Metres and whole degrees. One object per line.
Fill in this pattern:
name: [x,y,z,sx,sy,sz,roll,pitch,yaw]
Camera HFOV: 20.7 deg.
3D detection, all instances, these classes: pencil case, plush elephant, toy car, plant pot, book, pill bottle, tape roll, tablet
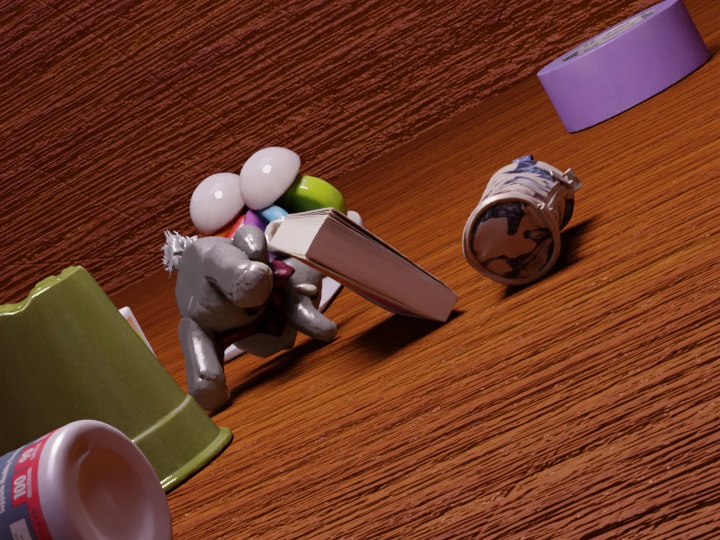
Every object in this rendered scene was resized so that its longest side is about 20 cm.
pencil case: [0.136,-0.044,1.653,0.089,0.078,0.200,-43,3,15]
plush elephant: [-0.092,0.028,1.871,0.155,0.165,0.200,6,27,-27]
toy car: [-0.105,-0.032,2.293,0.200,0.175,0.150,-24,33,36]
plant pot: [-0.239,0.105,1.631,0.200,0.190,0.200,-29,7,4]
book: [0.000,0.000,1.702,0.048,0.133,0.200,-60,11,-5]
pill bottle: [-0.235,0.188,1.295,0.200,0.120,0.120,-27,7,25]
tape roll: [0.324,-0.254,2.426,0.200,0.085,0.200,-29,6,3]
tablet: [-0.080,0.045,2.182,0.130,0.014,0.200,-27,7,14]

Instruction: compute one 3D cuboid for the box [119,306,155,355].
box: [-0.257,0.122,1.913,0.101,0.113,0.200,-27,7,6]
